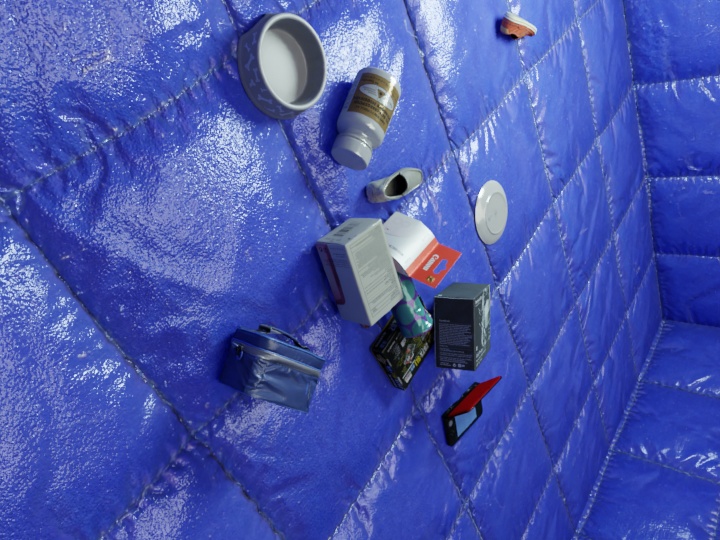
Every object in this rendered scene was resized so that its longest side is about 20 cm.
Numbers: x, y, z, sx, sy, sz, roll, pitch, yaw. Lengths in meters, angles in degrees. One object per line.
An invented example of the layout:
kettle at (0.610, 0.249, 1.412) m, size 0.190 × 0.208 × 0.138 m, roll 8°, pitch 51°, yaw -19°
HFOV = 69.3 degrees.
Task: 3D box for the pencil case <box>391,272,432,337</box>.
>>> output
pencil case at (0.110, 0.061, 1.305) m, size 0.091 × 0.085 × 0.205 m, roll -24°, pitch 95°, yaw -21°

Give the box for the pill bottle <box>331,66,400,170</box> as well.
pill bottle at (0.009, -0.336, 1.166) m, size 0.114 × 0.113 × 0.205 m, roll 33°, pitch 72°, yaw -42°

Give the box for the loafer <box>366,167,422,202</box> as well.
loafer at (0.098, -0.213, 1.304) m, size 0.198 × 0.069 × 0.072 m, roll -30°, pitch 116°, yaw -39°

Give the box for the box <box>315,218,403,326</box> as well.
box at (0.000, 0.000, 1.178) m, size 0.127 × 0.107 × 0.205 m, roll -36°, pitch 119°, yaw -36°

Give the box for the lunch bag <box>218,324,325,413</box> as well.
lunch bag at (-0.176, 0.184, 1.029) m, size 0.198 × 0.134 × 0.136 m, roll 31°, pitch 74°, yaw -41°

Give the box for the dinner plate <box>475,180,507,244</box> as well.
dinner plate at (0.430, -0.187, 1.681) m, size 0.197 × 0.024 × 0.207 m, roll -7°, pitch 100°, yaw -44°

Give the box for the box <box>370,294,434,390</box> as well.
box at (0.124, 0.189, 1.398) m, size 0.201 × 0.049 × 0.161 m, roll -53°, pitch 131°, yaw -28°

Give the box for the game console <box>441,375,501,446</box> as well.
game console at (0.355, 0.438, 1.617) m, size 0.198 × 0.117 × 0.177 m, roll -29°, pitch 115°, yaw -39°

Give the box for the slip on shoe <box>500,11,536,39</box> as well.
slip on shoe at (0.500, -0.769, 1.656) m, size 0.198 × 0.074 × 0.062 m, roll -18°, pitch 143°, yaw -49°

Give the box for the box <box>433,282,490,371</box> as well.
box at (0.291, 0.152, 1.476) m, size 0.199 × 0.121 × 0.203 m, roll -22°, pitch 110°, yaw -62°

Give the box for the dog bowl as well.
dog bowl at (-0.147, -0.410, 1.038) m, size 0.197 × 0.058 × 0.207 m, roll -8°, pitch 102°, yaw -45°

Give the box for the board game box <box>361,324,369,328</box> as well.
board game box at (0.002, 0.033, 1.274) m, size 0.103 × 0.019 × 0.203 m, roll -47°, pitch 125°, yaw -30°

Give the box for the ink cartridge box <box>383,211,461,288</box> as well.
ink cartridge box at (0.128, -0.056, 1.255) m, size 0.163 × 0.196 × 0.058 m, roll -44°, pitch 144°, yaw -41°
